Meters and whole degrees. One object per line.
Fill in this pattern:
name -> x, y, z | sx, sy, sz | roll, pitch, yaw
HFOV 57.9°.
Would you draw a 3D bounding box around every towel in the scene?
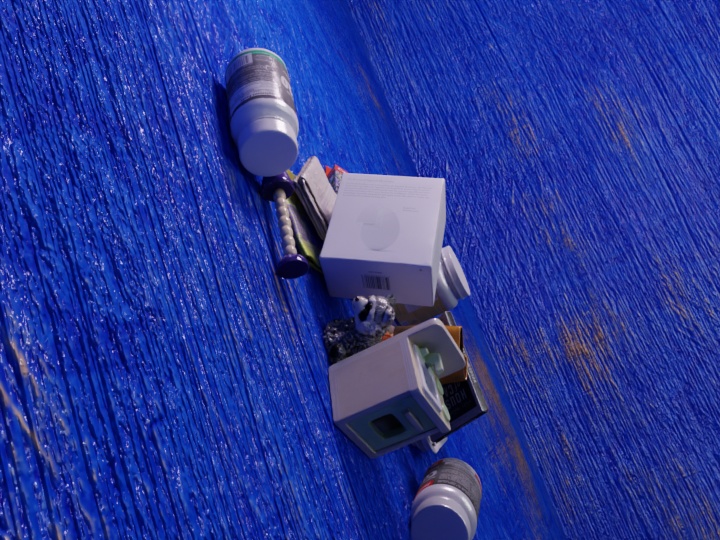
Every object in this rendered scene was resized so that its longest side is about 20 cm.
towel -> -0.101, -0.092, 1.203 | 0.143, 0.022, 0.204 | 39, 30, -63
towel -> -0.077, -0.144, 1.260 | 0.201, 0.034, 0.135 | -80, 146, -67

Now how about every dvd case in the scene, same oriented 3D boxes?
dvd case -> 0.157, 0.206, 1.256 | 0.024, 0.150, 0.204 | 5, 55, -38

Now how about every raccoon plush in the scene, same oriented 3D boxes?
raccoon plush -> 0.029, 0.124, 1.096 | 0.201, 0.132, 0.098 | 53, 17, -40

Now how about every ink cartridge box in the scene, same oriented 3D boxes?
ink cartridge box -> -0.027, -0.182, 1.486 | 0.108, 0.051, 0.202 | 29, 30, -23

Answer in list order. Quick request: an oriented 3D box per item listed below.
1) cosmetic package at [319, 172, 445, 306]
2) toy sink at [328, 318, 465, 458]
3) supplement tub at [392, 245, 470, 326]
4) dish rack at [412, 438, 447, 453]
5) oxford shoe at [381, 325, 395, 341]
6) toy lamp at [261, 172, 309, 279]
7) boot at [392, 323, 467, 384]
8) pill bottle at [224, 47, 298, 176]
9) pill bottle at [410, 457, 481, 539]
cosmetic package -> 0.047, -0.059, 1.177 | 0.124, 0.194, 0.204 | 78, 21, -54
toy sink -> 0.067, 0.188, 1.005 | 0.131, 0.196, 0.114 | 53, 18, -41
supplement tub -> 0.142, 0.042, 1.516 | 0.147, 0.197, 0.147 | 57, 16, -26
dish rack -> 0.121, 0.290, 1.356 | 0.175, 0.043, 0.200 | 68, 14, 11
oxford shoe -> 0.022, 0.129, 1.245 | 0.073, 0.072, 0.199 | 40, 8, 21
toy lamp -> -0.125, -0.085, 1.040 | 0.058, 0.057, 0.204 | 44, 28, -54
boot -> 0.125, 0.200, 1.197 | 0.070, 0.140, 0.207 | 8, 84, -66
pill bottle -> -0.161, -0.259, 1.068 | 0.113, 0.111, 0.204 | 47, 24, -51
pill bottle -> 0.147, 0.408, 1.113 | 0.116, 0.112, 0.200 | 66, 14, 4
